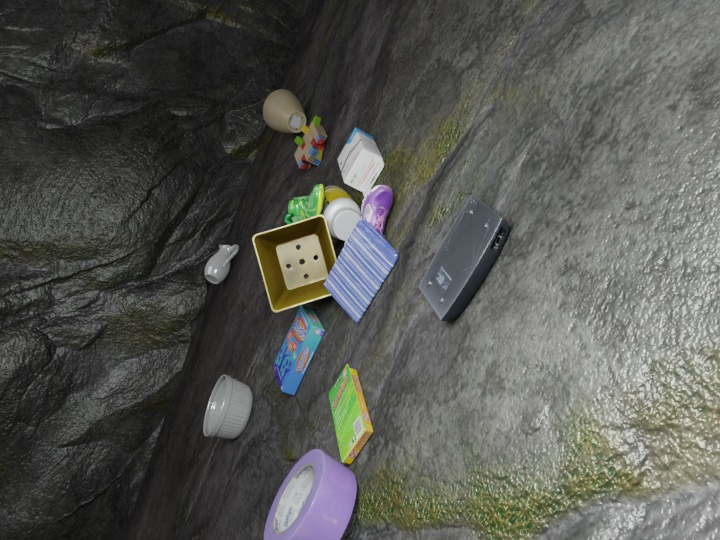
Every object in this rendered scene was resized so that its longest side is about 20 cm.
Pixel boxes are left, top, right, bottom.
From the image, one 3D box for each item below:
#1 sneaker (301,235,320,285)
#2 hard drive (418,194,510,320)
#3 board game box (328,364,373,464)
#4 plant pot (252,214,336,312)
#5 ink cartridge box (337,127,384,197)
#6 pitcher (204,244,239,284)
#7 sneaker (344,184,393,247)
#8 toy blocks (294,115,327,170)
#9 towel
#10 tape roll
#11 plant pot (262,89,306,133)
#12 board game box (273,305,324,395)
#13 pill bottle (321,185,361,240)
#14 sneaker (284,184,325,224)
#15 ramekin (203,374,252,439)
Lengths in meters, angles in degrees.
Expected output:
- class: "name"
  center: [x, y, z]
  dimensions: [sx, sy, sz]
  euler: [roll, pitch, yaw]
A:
- class: "sneaker"
  center: [-0.130, -0.002, 1.644]
  dimensions: [0.107, 0.073, 0.203]
  euler: [-110, 38, -51]
- class: "hard drive"
  center: [0.183, -0.020, 1.000]
  dimensions: [0.203, 0.041, 0.135]
  euler: [-62, 25, 16]
- class: "board game box"
  center: [-0.025, 0.300, 1.202]
  dimensions: [0.097, 0.029, 0.202]
  euler: [-58, 28, 22]
- class: "plant pot"
  center: [-0.163, -0.021, 1.520]
  dimensions: [0.176, 0.194, 0.206]
  euler: [-151, 45, -86]
- class: "ink cartridge box"
  center: [-0.001, -0.311, 1.615]
  dimensions: [0.117, 0.066, 0.202]
  euler: [-57, 26, 25]
- class: "pitcher"
  center: [-0.703, -0.041, 2.875]
  dimensions: [0.169, 0.121, 0.204]
  euler: [-15, 44, 43]
- class: "sneaker"
  center: [0.033, -0.105, 1.367]
  dimensions: [0.204, 0.079, 0.089]
  euler: [-65, 30, 19]
- class: "toy blocks"
  center: [-0.182, -0.455, 2.120]
  dimensions: [0.202, 0.098, 0.138]
  euler: [-55, 38, 27]
- class: "towel"
  center: [0.000, 0.000, 1.335]
  dimensions: [0.145, 0.024, 0.203]
  euler: [45, 116, 29]
- class: "tape roll"
  center: [-0.098, 0.460, 1.091]
  dimensions: [0.201, 0.084, 0.201]
  euler: [-49, 16, 19]
- class: "plant pot"
  center: [-0.321, -0.692, 2.529]
  dimensions: [0.191, 0.184, 0.200]
  euler: [-61, 39, 14]
- class: "board game box"
  center: [-0.175, 0.218, 1.574]
  dimensions: [0.204, 0.044, 0.152]
  euler: [-64, 24, 9]
- class: "pill bottle"
  center: [-0.058, -0.155, 1.553]
  dimensions: [0.113, 0.109, 0.200]
  euler: [-62, 25, 13]
- class: "sneaker"
  center: [-0.154, -0.166, 1.533]
  dimensions: [0.200, 0.082, 0.076]
  euler: [-45, 30, 51]
- class: "ramekin"
  center: [-0.435, 0.459, 1.864]
  dimensions: [0.200, 0.103, 0.204]
  euler: [-47, 31, 39]
